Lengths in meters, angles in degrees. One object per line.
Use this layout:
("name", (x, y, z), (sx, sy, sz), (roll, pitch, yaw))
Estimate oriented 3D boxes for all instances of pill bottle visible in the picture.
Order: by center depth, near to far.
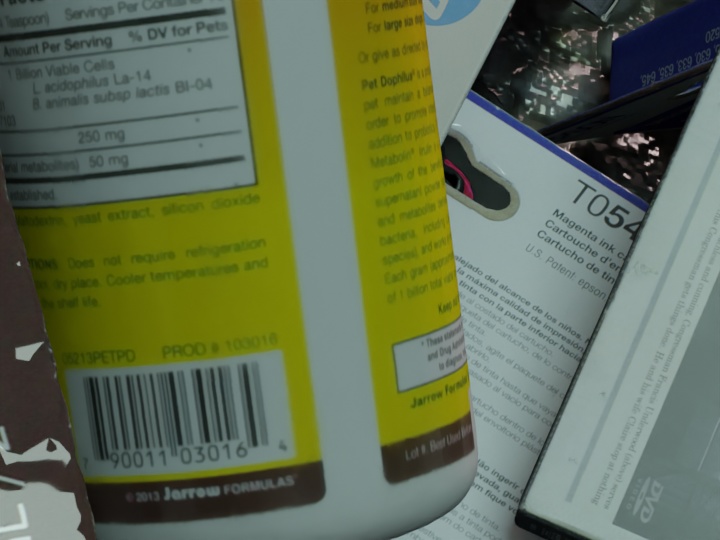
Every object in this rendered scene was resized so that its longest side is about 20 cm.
("pill bottle", (-0.036, -0.035, 0.707), (0.109, 0.109, 0.200), (-11, 98, -31))

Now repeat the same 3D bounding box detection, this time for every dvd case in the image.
("dvd case", (0.162, 0.040, 0.801), (0.200, 0.025, 0.150), (23, 76, 6))

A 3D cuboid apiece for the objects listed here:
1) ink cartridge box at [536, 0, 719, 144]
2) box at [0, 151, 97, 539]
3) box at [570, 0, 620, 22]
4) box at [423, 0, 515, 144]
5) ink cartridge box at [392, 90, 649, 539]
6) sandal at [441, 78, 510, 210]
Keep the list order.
("ink cartridge box", (0.172, -0.086, 0.949), (0.200, 0.198, 0.047), (-5, 82, -29))
("box", (-0.168, 0.084, 0.670), (0.200, 0.164, 0.166), (-10, 64, -16))
("box", (0.003, -0.154, 0.951), (0.200, 0.049, 0.161), (33, 9, -2))
("box", (-0.075, -0.065, 0.777), (0.200, 0.041, 0.156), (27, 94, -7))
("ink cartridge box", (-0.020, 0.027, 0.843), (0.196, 0.043, 0.200), (33, 60, 12))
("sandal", (0.000, 0.000, 0.904), (0.075, 0.045, 0.200), (33, 49, 7))
